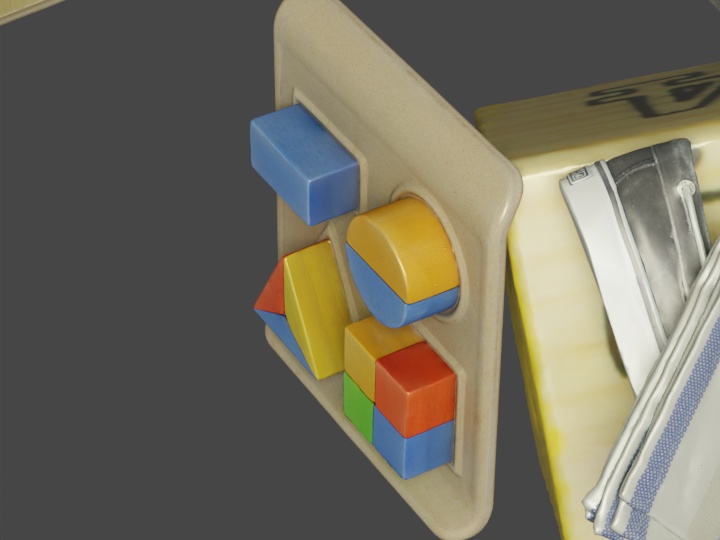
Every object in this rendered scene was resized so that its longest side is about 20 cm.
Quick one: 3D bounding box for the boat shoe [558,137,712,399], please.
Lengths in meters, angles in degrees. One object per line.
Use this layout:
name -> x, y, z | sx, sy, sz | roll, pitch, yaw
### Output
boat shoe -> 0.146, 0.043, 1.106 | 0.068, 0.072, 0.200 | -20, 93, 5

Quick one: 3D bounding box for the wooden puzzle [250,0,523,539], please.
wooden puzzle -> 0.000, 0.000, 1.205 | 0.046, 0.185, 0.200 | -17, 132, -27

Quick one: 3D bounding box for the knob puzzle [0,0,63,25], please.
knob puzzle -> -0.150, -0.219, 1.231 | 0.219, 0.030, 0.220 | -2, 86, 32

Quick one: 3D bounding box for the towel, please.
towel -> 0.189, 0.080, 1.086 | 0.200, 0.024, 0.147 | 33, 79, -30

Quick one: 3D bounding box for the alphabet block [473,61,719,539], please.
alphabet block -> 0.169, 0.009, 1.230 | 0.200, 0.196, 0.196 | -12, 99, 2

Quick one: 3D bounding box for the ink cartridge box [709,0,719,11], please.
ink cartridge box -> 0.193, -0.189, 1.120 | 0.174, 0.044, 0.200 | -46, 74, 4
